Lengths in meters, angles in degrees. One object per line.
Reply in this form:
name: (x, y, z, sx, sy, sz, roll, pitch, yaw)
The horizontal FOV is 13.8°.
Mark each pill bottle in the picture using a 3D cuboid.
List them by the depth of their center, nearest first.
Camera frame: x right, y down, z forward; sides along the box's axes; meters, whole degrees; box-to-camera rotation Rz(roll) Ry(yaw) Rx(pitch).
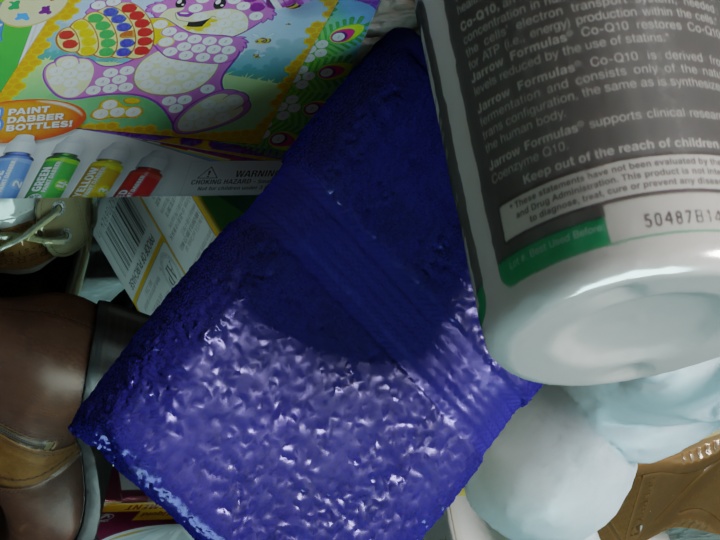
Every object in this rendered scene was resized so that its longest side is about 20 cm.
pill bottle: (0.082, -0.070, 1.063, 0.113, 0.201, 0.113, -9, 159, -4)

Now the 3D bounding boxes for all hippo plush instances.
hippo plush: (0.128, 0.064, 1.316, 0.159, 0.200, 0.161, 32, 118, -17)

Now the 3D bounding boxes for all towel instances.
towel: (-0.004, 0.026, 1.124, 0.148, 0.200, 0.050, 46, 164, -26)

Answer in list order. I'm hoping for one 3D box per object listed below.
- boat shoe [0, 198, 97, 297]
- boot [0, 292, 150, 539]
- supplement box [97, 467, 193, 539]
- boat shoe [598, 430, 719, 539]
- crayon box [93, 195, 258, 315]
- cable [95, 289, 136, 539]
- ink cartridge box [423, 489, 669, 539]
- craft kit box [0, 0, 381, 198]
boat shoe: (-0.140, -0.032, 1.227, 0.074, 0.069, 0.200, -9, 157, 1)
boot: (-0.197, 0.056, 1.253, 0.199, 0.069, 0.188, 14, 151, -12)
supplement box: (-0.132, 0.118, 1.577, 0.110, 0.086, 0.200, 1, 155, -28)
boat shoe: (0.155, 0.091, 1.476, 0.200, 0.063, 0.074, -6, 125, -40)
crayon box: (-0.036, 0.029, 1.246, 0.051, 0.200, 0.126, -24, 164, -24)
cable: (-0.086, 0.090, 1.440, 0.163, 0.051, 0.201, -13, 117, -22)
ink cartridge box: (0.073, 0.113, 1.509, 0.145, 0.201, 0.083, 7, 153, -36)
craft kit box: (-0.092, -0.100, 1.072, 0.199, 0.049, 0.198, -2, 142, -21)
